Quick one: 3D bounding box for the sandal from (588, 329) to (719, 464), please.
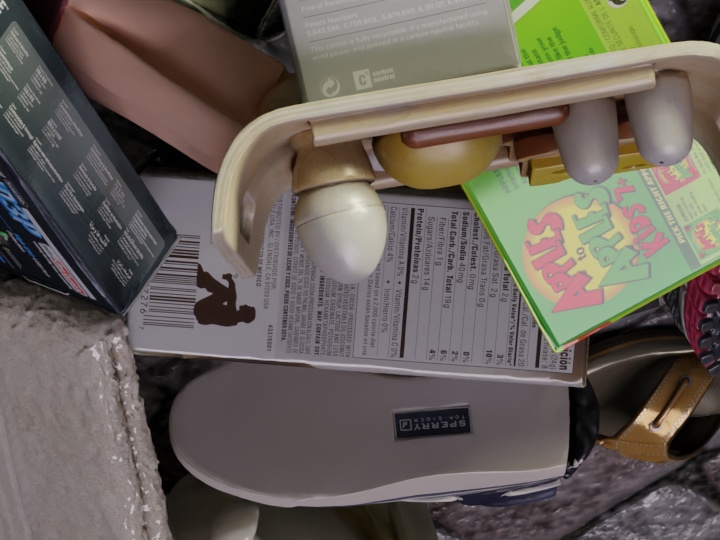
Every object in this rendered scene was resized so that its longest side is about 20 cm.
[{"bbox_3d":[0.172,0.072,1.360,0.199,0.054,0.081,-9,140,-9],"label":"sandal"}]

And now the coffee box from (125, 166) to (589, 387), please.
[{"bbox_3d":[0.000,0.000,1.125,0.199,0.113,0.080,4,94,-3],"label":"coffee box"}]

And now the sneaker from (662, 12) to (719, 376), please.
[{"bbox_3d":[0.172,-0.045,1.215,0.080,0.075,0.201,-11,128,-21],"label":"sneaker"}]

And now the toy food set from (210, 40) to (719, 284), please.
[{"bbox_3d":[0.048,-0.029,0.926,0.199,0.061,0.144,-9,173,2],"label":"toy food set"}]

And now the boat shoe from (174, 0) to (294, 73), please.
[{"bbox_3d":[-0.040,-0.096,1.078,0.199,0.071,0.064,17,132,-32],"label":"boat shoe"}]

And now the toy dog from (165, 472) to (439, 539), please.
[{"bbox_3d":[-0.070,0.160,1.268,0.199,0.140,0.194,5,138,-21],"label":"toy dog"}]

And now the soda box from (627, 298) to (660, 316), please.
[{"bbox_3d":[0.039,0.004,1.228,0.199,0.064,0.071,-18,141,1],"label":"soda box"}]

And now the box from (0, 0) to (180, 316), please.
[{"bbox_3d":[-0.177,-0.074,1.001,0.046,0.158,0.200,-56,144,-21],"label":"box"}]

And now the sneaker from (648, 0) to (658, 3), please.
[{"bbox_3d":[0.092,-0.153,1.051,0.199,0.081,0.075,5,138,-22],"label":"sneaker"}]

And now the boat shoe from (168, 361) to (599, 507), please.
[{"bbox_3d":[0.011,0.085,1.212,0.199,0.075,0.093,2,161,0],"label":"boat shoe"}]

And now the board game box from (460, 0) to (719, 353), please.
[{"bbox_3d":[0.073,-0.079,1.017,0.101,0.048,0.201,-28,106,8],"label":"board game box"}]

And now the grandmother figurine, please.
[{"bbox_3d":[-0.114,-0.100,0.997,0.199,0.061,0.122,28,120,3],"label":"grandmother figurine"}]

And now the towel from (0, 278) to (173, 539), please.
[{"bbox_3d":[-0.145,0.077,1.124,0.132,0.035,0.201,17,135,24],"label":"towel"}]

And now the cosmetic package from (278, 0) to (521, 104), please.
[{"bbox_3d":[-0.003,-0.168,0.908,0.090,0.107,0.201,-9,109,3],"label":"cosmetic package"}]
